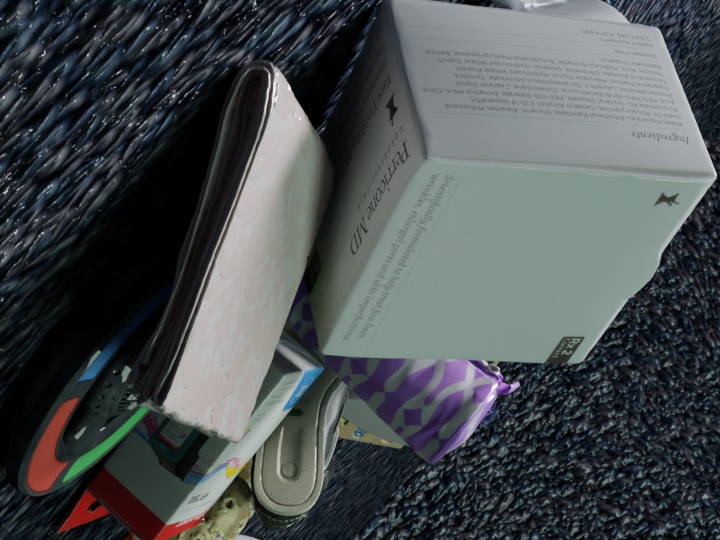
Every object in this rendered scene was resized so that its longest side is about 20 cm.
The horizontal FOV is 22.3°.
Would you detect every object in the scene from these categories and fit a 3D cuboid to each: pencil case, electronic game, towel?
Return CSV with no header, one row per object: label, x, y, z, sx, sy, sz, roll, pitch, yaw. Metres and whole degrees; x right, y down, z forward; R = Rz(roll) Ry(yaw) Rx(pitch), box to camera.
pencil case,0.014,0.044,1.273,0.086,0.200,0.084,-48,177,24
electronic game,-0.137,0.055,1.088,0.200,0.042,0.200,-49,170,-11
towel,-0.068,-0.002,1.031,0.200,0.032,0.192,57,52,-77

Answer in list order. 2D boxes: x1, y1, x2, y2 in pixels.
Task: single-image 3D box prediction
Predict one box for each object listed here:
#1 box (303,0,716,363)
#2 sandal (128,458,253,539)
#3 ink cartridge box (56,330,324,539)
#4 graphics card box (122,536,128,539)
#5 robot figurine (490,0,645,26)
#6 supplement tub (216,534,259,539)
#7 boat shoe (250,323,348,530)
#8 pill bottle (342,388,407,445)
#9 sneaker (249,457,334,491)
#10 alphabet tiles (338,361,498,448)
box,0.082,-0.050,1.157,0.199,0.131,0.199,3,142,-22
sandal,-0.113,0.173,1.446,0.069,0.078,0.212,-33,-166,32
ink cartridge box,-0.124,0.129,1.336,0.200,0.067,0.116,-52,170,9
graphics card box,-0.209,0.297,1.615,0.200,0.051,0.125,-57,168,27
robot figurine,0.126,-0.130,1.301,0.199,0.171,0.113,-17,-166,-40
supplement tub,-0.153,0.396,1.942,0.200,0.145,0.145,-56,168,28
boat shoe,-0.047,0.105,1.439,0.068,0.071,0.201,98,3,-64
pill bottle,0.054,0.037,1.505,0.112,0.112,0.201,102,10,-69
sneaker,-0.050,0.143,1.584,0.200,0.087,0.074,-50,-151,34
alphabet tiles,0.019,0.092,1.620,0.199,0.006,0.167,13,127,-29
